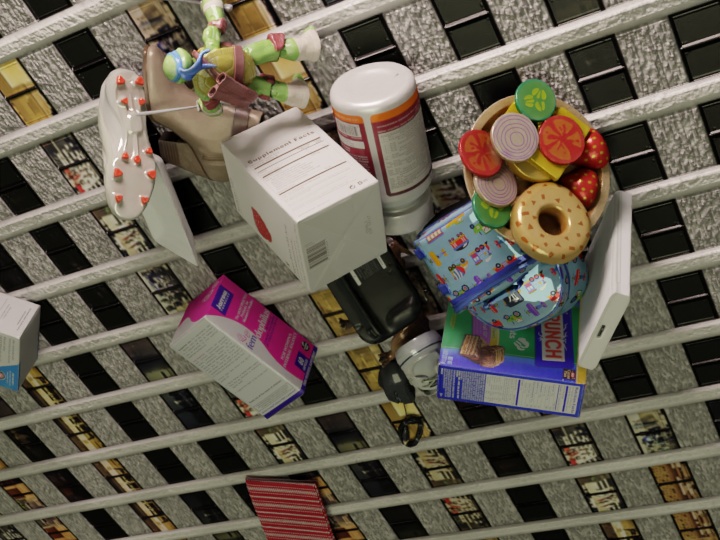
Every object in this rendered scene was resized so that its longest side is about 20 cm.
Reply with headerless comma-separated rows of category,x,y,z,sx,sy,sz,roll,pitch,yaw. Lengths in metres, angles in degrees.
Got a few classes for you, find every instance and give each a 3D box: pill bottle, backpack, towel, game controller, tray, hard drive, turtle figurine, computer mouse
pill bottle,0.033,-0.151,1.333,0.109,0.110,0.201,-2,130,16
backpack,0.188,-0.007,1.367,0.182,0.135,0.201,-28,97,32
towel,-0.125,0.456,1.960,0.143,0.023,0.201,-1,128,18
game controller,0.000,0.000,1.460,0.104,0.042,0.201,-33,87,7
tray,-0.284,-0.101,1.488,0.107,0.022,0.201,27,146,36
hard drive,0.312,0.010,1.338,0.026,0.201,0.133,16,132,1
turtle figurine,-0.161,-0.263,1.284,0.192,0.145,0.200,-1,-178,-28
computer mouse,0.066,0.222,1.699,0.058,0.034,0.201,-3,130,16

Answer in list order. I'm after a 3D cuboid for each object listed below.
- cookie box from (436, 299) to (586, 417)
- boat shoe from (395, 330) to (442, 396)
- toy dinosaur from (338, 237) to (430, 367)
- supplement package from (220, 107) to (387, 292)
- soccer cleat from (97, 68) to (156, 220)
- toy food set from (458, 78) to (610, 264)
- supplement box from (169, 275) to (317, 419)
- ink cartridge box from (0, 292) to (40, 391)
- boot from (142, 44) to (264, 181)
cookie box,0.215,0.104,1.467,0.198,0.172,0.076,7,135,8
boat shoe,0.100,0.140,1.537,0.073,0.067,0.200,-31,165,1
toy dinosaur,0.059,0.061,1.533,0.135,0.086,0.200,-27,125,24
supplement package,-0.073,-0.093,1.331,0.119,0.200,0.122,-28,137,-19
soccer cleat,-0.310,-0.163,1.381,0.069,0.202,0.077,2,172,-35
toy food set,0.212,-0.121,1.267,0.197,0.201,0.049,36,164,-5
supplement box,-0.179,0.119,1.628,0.200,0.102,0.103,38,128,-19
ink cartridge box,-0.643,0.099,1.743,0.198,0.085,0.145,19,132,-1
boot,-0.199,-0.203,1.380,0.145,0.071,0.201,5,137,8
